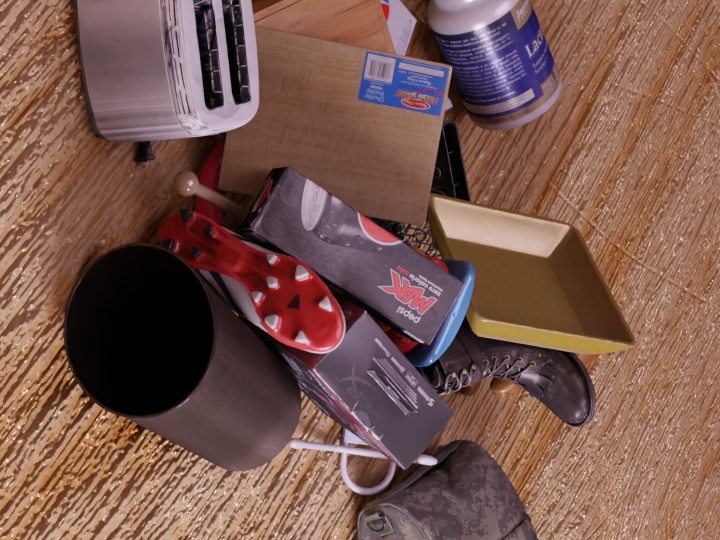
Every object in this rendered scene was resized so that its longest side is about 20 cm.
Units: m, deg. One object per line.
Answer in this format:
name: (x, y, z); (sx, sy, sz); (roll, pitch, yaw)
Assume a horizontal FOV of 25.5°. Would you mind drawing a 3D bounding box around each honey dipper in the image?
honey dipper: (-0.106, -0.049, 1.469); (0.199, 0.038, 0.038); (26, 72, -51)

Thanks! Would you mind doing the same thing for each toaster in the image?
toaster: (-0.165, -0.187, 1.363); (0.113, 0.128, 0.203); (-16, 105, -50)

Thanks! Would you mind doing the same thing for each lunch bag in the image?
lunch bag: (0.092, 0.291, 1.723); (0.199, 0.138, 0.170); (-27, 97, -52)

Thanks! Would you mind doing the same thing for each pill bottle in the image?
pill bottle: (0.141, -0.266, 1.769); (0.116, 0.115, 0.201); (-55, 132, -34)

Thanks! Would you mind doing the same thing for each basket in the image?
basket: (-0.143, 0.091, 1.398); (0.136, 0.180, 0.200); (-44, 142, 1)

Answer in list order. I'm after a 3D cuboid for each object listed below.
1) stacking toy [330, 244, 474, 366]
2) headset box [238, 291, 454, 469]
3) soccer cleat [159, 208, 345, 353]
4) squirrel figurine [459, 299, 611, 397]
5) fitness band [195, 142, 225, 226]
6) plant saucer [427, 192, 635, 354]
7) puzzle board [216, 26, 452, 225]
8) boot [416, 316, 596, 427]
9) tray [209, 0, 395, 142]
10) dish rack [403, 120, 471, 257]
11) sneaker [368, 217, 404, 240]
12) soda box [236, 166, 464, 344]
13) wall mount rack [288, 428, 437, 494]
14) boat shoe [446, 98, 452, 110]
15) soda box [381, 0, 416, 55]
stacking toy: (0.000, 0.000, 1.516); (0.199, 0.109, 0.117); (33, 74, -29)
headset box: (-0.012, 0.091, 1.484); (0.075, 0.200, 0.149); (-46, 118, -10)
soccer cleat: (-0.093, 0.012, 1.417); (0.069, 0.199, 0.085); (-57, 163, -8)
squirrel figurine: (0.198, 0.049, 1.804); (0.201, 0.185, 0.142); (-55, 131, -35)
fitness band: (-0.084, -0.083, 1.551); (0.200, 0.037, 0.145); (-51, 130, -36)
plant saucer: (0.169, 0.014, 1.677); (0.198, 0.201, 0.049); (10, 127, -25)
puzzle board: (-0.023, -0.133, 1.472); (0.197, 0.017, 0.153); (10, 94, -9)
boot: (0.132, 0.101, 1.639); (0.173, 0.200, 0.070); (-15, 145, -47)
tray: (-0.067, -0.209, 1.498); (0.199, 0.037, 0.100); (-28, 117, -19)
dish rack: (0.043, -0.060, 1.704); (0.199, 0.054, 0.155); (-33, 117, -46)
sneaker: (-0.003, -0.078, 1.573); (0.086, 0.077, 0.202); (-110, -167, -52)
soda box: (-0.008, -0.014, 1.441); (0.199, 0.063, 0.071); (33, 84, -15)
wall mount rack: (0.002, 0.130, 1.653); (0.172, 0.074, 0.203); (10, 82, -22)
boat shoe: (0.027, -0.173, 1.668); (0.066, 0.073, 0.200); (62, 28, 0)
soda box: (-0.026, -0.278, 1.588); (0.200, 0.067, 0.064); (43, 60, -45)
